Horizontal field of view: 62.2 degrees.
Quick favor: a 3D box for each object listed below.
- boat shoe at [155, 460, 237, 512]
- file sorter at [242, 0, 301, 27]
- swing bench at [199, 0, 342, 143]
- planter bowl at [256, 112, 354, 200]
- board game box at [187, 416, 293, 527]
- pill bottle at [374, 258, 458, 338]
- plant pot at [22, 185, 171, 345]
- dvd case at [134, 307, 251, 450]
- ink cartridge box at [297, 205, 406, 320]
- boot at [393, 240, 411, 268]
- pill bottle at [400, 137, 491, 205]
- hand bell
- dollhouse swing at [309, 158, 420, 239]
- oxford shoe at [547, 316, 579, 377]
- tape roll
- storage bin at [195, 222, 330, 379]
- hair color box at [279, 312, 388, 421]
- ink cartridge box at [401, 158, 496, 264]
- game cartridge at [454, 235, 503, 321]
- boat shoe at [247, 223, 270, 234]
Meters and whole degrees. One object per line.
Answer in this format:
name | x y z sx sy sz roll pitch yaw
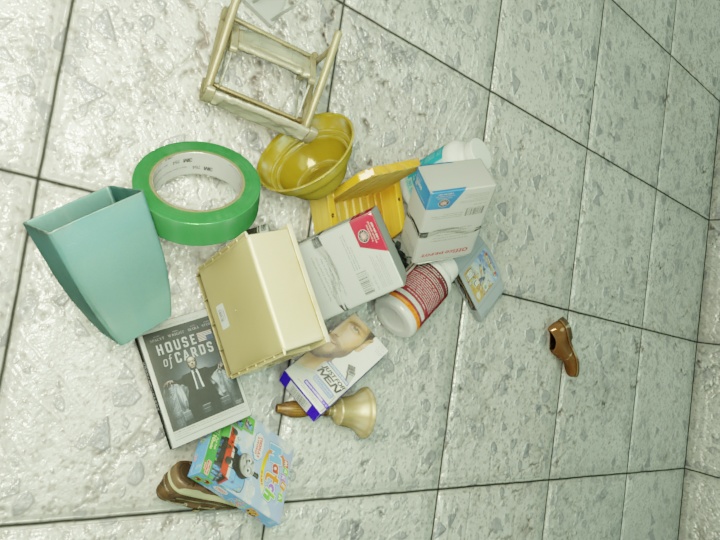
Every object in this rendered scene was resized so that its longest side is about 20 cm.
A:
boat shoe | -0.271 0.387 1.051 0.075 0.075 0.202 -41 134 11
file sorter | -0.176 -0.566 1.047 0.199 0.123 0.141 35 71 -35
swing bench | -0.162 -0.345 1.042 0.196 0.129 0.204 18 82 -24
planter bowl | -0.086 -0.192 1.104 0.202 0.198 0.084 -57 139 -22
board game box | -0.205 0.340 1.068 0.200 0.036 0.153 48 31 -32
pill bottle | 0.130 0.045 1.330 0.200 0.112 0.114 -43 117 -29
plant pot | -0.376 -0.002 0.896 0.140 0.140 0.204 -32 119 -34
dvd case | -0.282 0.175 1.009 0.148 0.025 0.204 -16 83 -39
ink cartridge box | -0.033 -0.008 1.094 0.147 0.197 0.083 64 14 -10
boot | -0.001 -0.001 1.225 0.074 0.196 0.162 64 18 15
pill bottle | 0.186 -0.210 1.299 0.109 0.199 0.113 19 59 -36
hand bell | -0.076 0.280 1.201 0.196 0.104 0.107 11 85 -27
dollhouse swing | 0.031 -0.116 1.203 0.198 0.174 0.186 -18 102 -38
oxford shoe | 0.595 0.237 1.767 0.070 0.071 0.203 -25 110 -6
tape roll | -0.260 -0.127 0.956 0.199 0.200 0.049 -29 151 -34
storage bin | -0.172 0.058 0.994 0.093 0.197 0.204 -13 80 -45
hair color box | -0.051 0.188 1.188 0.109 0.065 0.199 46 56 9
ink cartridge box | 0.174 -0.118 1.220 0.142 0.085 0.202 -9 141 -17
game cartridge | 0.296 0.011 1.518 0.133 0.041 0.202 -44 118 -25
boat shoe | -0.172 0.016 1.114 0.062 0.071 0.204 -15 105 0
